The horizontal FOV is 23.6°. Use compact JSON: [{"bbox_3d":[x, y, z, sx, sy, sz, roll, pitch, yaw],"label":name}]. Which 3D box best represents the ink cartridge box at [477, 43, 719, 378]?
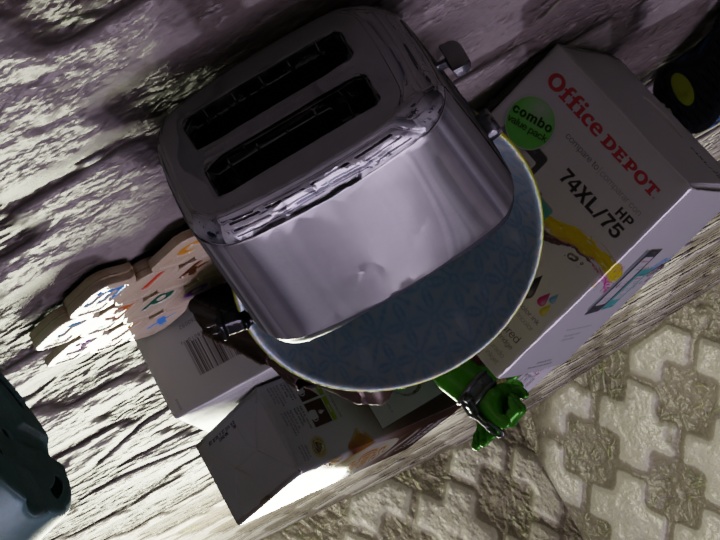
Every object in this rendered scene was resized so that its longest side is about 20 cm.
[{"bbox_3d":[0.148,-0.044,1.277,0.200,0.147,0.146,-47,163,20],"label":"ink cartridge box"}]

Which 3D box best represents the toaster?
[{"bbox_3d":[-0.022,-0.051,0.932,0.200,0.114,0.129,-29,144,4],"label":"toaster"}]

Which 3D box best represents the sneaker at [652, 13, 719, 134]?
[{"bbox_3d":[0.308,-0.173,1.408,0.078,0.066,0.200,-29,170,-23],"label":"sneaker"}]

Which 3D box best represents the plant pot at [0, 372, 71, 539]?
[{"bbox_3d":[-0.294,0.145,1.034,0.196,0.200,0.200,-39,168,5],"label":"plant pot"}]

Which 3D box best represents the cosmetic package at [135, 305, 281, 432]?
[{"bbox_3d":[-0.106,0.074,1.421,0.107,0.085,0.200,-29,170,-1],"label":"cosmetic package"}]

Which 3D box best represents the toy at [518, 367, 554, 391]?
[{"bbox_3d":[0.177,0.012,1.499,0.200,0.047,0.115,-47,140,4],"label":"toy"}]

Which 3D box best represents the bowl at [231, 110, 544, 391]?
[{"bbox_3d":[0.007,-0.035,1.094,0.200,0.200,0.108,-30,-149,3],"label":"bowl"}]

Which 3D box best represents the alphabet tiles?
[{"bbox_3d":[-0.137,0.008,1.227,0.200,0.015,0.196,-17,164,-47],"label":"alphabet tiles"}]

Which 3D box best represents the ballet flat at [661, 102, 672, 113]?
[{"bbox_3d":[0.217,-0.111,1.428,0.200,0.069,0.071,-3,150,-46],"label":"ballet flat"}]

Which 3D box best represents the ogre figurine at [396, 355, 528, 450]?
[{"bbox_3d":[0.070,0.063,1.353,0.098,0.120,0.200,-49,-174,27],"label":"ogre figurine"}]

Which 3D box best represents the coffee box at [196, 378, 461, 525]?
[{"bbox_3d":[-0.020,0.125,1.434,0.200,0.080,0.114,-20,164,-41],"label":"coffee box"}]

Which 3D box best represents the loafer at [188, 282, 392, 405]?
[{"bbox_3d":[-0.050,0.053,1.216,0.073,0.071,0.200,-24,-154,-34],"label":"loafer"}]
